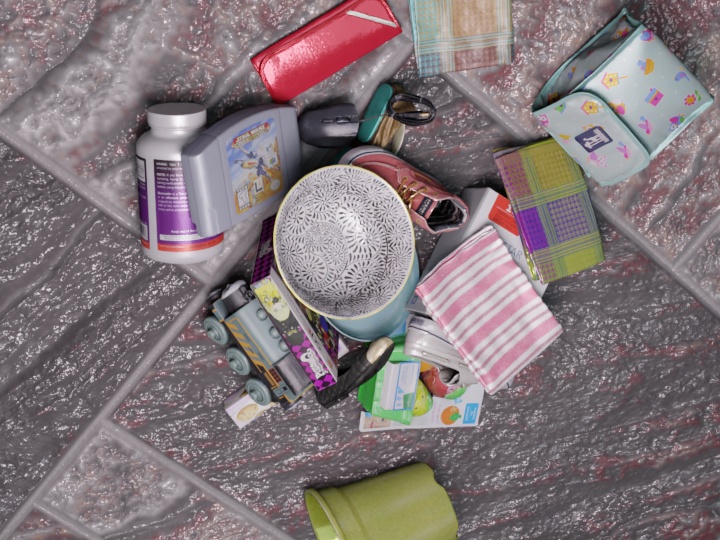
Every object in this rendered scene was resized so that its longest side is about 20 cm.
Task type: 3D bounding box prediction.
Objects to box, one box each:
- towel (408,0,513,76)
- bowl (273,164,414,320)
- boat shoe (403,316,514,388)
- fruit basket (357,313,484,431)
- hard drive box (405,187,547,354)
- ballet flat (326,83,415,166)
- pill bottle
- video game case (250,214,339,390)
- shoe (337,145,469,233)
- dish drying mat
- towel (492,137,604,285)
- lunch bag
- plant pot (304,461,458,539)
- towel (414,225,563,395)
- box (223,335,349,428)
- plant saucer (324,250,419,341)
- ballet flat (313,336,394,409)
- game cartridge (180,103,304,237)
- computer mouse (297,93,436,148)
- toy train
[{"bbox_3d":[0.136,-0.370,1.684,0.146,0.022,0.201,-10,111,-8],"label":"towel"},{"bbox_3d":[-0.038,-0.033,1.630,0.200,0.094,0.201,3,84,-26],"label":"bowl"},{"bbox_3d":[0.138,0.134,1.759,0.200,0.072,0.066,34,72,-37],"label":"boat shoe"},{"bbox_3d":[0.102,0.153,1.829,0.199,0.094,0.186,3,108,-18],"label":"fruit basket"},{"bbox_3d":[0.181,0.005,1.769,0.156,0.077,0.200,29,82,-20],"label":"hard drive box"},{"bbox_3d":[0.013,-0.163,1.717,0.072,0.068,0.200,27,98,-35],"label":"ballet flat"},{"bbox_3d":[-0.239,-0.116,1.646,0.112,0.112,0.201,-3,110,-11],"label":"pill bottle"},{"bbox_3d":[-0.085,0.039,1.688,0.036,0.200,0.182,-25,113,13],"label":"video game case"},{"bbox_3d":[0.062,-0.108,1.684,0.200,0.091,0.072,17,106,-45],"label":"shoe"},{"bbox_3d":[-0.045,-0.303,1.671,0.200,0.018,0.077,-31,114,0],"label":"dish drying mat"},{"bbox_3d":[0.269,-0.091,1.753,0.143,0.023,0.201,-18,89,-32],"label":"towel"},{"bbox_3d":[0.359,-0.233,1.729,0.200,0.122,0.170,-44,113,13],"label":"lunch bag"},{"bbox_3d":[0.040,0.383,1.860,0.184,0.200,0.201,-22,113,-16],"label":"plant pot"},{"bbox_3d":[0.181,0.056,1.715,0.146,0.030,0.200,-40,106,-14],"label":"towel"},{"bbox_3d":[-0.110,0.154,1.811,0.200,0.039,0.041,-35,110,2],"label":"box"},{"bbox_3d":[0.000,0.000,1.737,0.200,0.027,0.201,6,81,-39],"label":"plant saucer"},{"bbox_3d":[-0.015,0.140,1.761,0.066,0.200,0.057,-27,80,-41],"label":"ballet flat"},{"bbox_3d":[-0.150,-0.141,1.631,0.200,0.041,0.134,-34,132,-42],"label":"game cartridge"},{"bbox_3d":[0.004,-0.204,1.663,0.199,0.034,0.059,-8,81,19],"label":"computer mouse"},{"bbox_3d":[-0.136,0.103,1.722,0.085,0.114,0.200,-36,93,-36],"label":"toy train"}]
